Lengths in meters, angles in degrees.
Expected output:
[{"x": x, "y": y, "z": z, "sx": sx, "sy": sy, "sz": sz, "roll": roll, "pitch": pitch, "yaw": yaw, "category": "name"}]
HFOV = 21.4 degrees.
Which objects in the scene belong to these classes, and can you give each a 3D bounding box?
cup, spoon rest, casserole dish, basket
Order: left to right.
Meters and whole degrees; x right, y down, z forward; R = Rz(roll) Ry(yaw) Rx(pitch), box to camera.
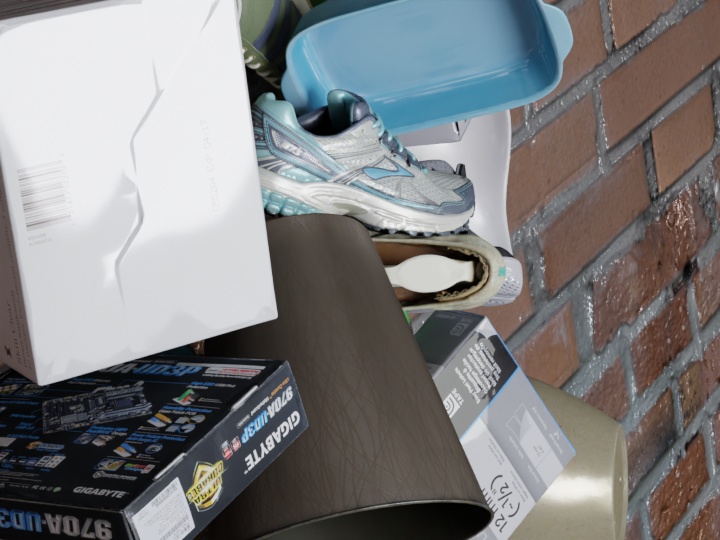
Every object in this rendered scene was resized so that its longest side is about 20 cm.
[{"x": -0.028, "y": 0.078, "z": 1.186, "sx": 0.136, "sy": 0.179, "sz": 0.201, "roll": 107, "pitch": -29, "yaw": -63, "category": "basket"}, {"x": 0.043, "y": -0.150, "z": 1.273, "sx": 0.121, "sy": 0.198, "sz": 0.039, "roll": 62, "pitch": 21, "yaw": -48, "category": "casserole dish"}, {"x": 0.086, "y": -0.075, "z": 1.528, "sx": 0.061, "sy": 0.099, "sz": 0.201, "roll": -117, "pitch": -176, "yaw": -52, "category": "spoon rest"}, {"x": 0.139, "y": 0.172, "z": 1.524, "sx": 0.200, "sy": 0.142, "sz": 0.202, "roll": -1, "pitch": 90, "yaw": -75, "category": "cup"}]

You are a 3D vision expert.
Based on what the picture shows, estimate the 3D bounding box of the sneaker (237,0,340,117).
[{"x": -0.079, "y": -0.169, "z": 1.289, "sx": 0.090, "sy": 0.067, "sz": 0.201, "roll": -40, "pitch": 136, "yaw": -24, "category": "sneaker"}]

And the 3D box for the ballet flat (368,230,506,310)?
[{"x": 0.000, "y": 0.000, "z": 1.299, "sx": 0.062, "sy": 0.198, "sz": 0.068, "roll": -24, "pitch": 109, "yaw": -86, "category": "ballet flat"}]

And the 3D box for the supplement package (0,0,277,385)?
[{"x": -0.150, "y": -0.059, "z": 1.090, "sx": 0.155, "sy": 0.111, "sz": 0.202, "roll": -15, "pitch": 107, "yaw": -27, "category": "supplement package"}]

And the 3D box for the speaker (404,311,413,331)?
[{"x": 0.003, "y": 0.124, "z": 1.415, "sx": 0.088, "sy": 0.088, "sz": 0.202, "roll": -21, "pitch": 110, "yaw": -54, "category": "speaker"}]

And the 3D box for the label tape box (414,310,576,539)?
[{"x": 0.048, "y": 0.148, "z": 1.357, "sx": 0.200, "sy": 0.066, "sz": 0.144, "roll": -49, "pitch": 120, "yaw": -25, "category": "label tape box"}]

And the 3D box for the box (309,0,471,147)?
[{"x": 0.033, "y": -0.216, "z": 1.385, "sx": 0.177, "sy": 0.096, "sz": 0.201, "roll": -61, "pitch": 141, "yaw": -52, "category": "box"}]

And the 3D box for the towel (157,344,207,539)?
[{"x": -0.137, "y": 0.137, "z": 1.208, "sx": 0.147, "sy": 0.022, "sz": 0.200, "roll": 48, "pitch": 49, "yaw": -14, "category": "towel"}]

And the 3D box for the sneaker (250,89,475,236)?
[{"x": 0.004, "y": -0.073, "z": 1.278, "sx": 0.199, "sy": 0.077, "sz": 0.087, "roll": 5, "pitch": 102, "yaw": -38, "category": "sneaker"}]

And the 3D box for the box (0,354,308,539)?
[{"x": -0.154, "y": 0.103, "z": 1.067, "sx": 0.159, "sy": 0.199, "sz": 0.046, "roll": -42, "pitch": 124, "yaw": -48, "category": "box"}]

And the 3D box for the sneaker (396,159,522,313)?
[{"x": 0.061, "y": -0.028, "z": 1.423, "sx": 0.075, "sy": 0.200, "sz": 0.115, "roll": -2, "pitch": 86, "yaw": -19, "category": "sneaker"}]
